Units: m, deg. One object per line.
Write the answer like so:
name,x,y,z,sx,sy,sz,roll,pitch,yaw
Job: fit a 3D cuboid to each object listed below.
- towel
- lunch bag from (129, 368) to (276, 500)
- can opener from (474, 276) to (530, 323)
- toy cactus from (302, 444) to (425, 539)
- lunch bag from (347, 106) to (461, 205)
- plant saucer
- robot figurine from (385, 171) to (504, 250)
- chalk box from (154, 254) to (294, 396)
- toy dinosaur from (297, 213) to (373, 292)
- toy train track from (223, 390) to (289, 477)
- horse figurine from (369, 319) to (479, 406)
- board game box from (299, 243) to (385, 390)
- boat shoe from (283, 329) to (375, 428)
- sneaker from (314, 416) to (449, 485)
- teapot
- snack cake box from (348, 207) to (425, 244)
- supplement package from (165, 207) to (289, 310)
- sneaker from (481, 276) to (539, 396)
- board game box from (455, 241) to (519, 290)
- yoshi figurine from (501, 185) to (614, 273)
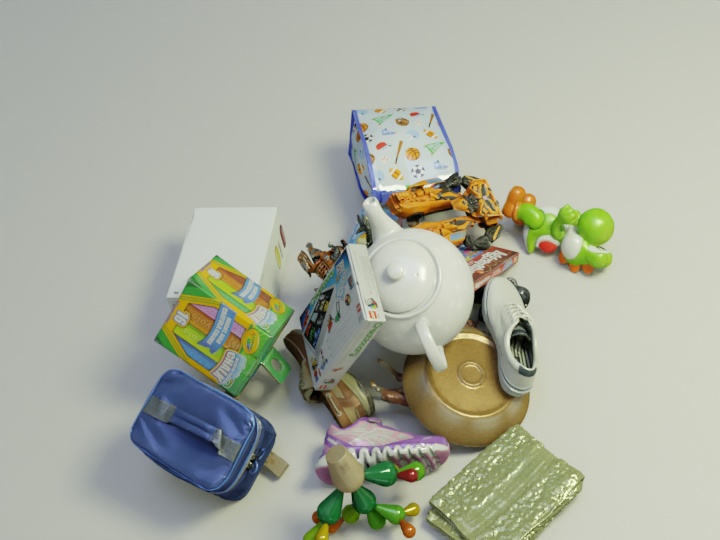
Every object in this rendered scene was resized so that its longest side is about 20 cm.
towel,0.201,0.317,1.390,0.199,0.037,0.148,-40,53,-20
lunch bag,-0.225,0.243,1.449,0.198,0.132,0.137,23,78,21
can opener,0.181,0.033,1.612,0.198,0.064,0.079,18,43,25
toy cactus,-0.004,0.309,1.354,0.198,0.166,0.103,-26,35,1
lunch bag,0.076,-0.189,1.769,0.167,0.125,0.201,-7,42,-11
plant saucer,0.162,0.162,1.488,0.197,0.036,0.203,5,56,-7
robot figurine,0.149,-0.096,1.645,0.197,0.058,0.147,-14,69,-24
chalk box,-0.188,0.096,1.529,0.199,0.125,0.125,34,21,0
toy dinosaur,0.000,0.000,1.590,0.198,0.102,0.137,31,74,-1
toy train track,-0.186,0.249,1.527,0.199,0.033,0.115,34,83,24
horse figurine,0.095,0.143,1.544,0.131,0.050,0.201,16,50,14
board game box,-0.031,0.071,1.450,0.034,0.201,0.128,3,56,-26
boat shoe,-0.062,0.169,1.545,0.074,0.076,0.200,-38,53,-16
sneaker,0.030,0.252,1.450,0.197,0.081,0.089,-7,50,7
teapot,0.070,0.025,1.449,0.198,0.146,0.200,20,80,20
snack cake box,0.033,-0.008,1.676,0.113,0.068,0.202,8,53,19
supplement package,-0.220,0.002,1.691,0.153,0.112,0.202,0,51,12
sneaker,0.233,0.086,1.489,0.072,0.071,0.202,4,53,-19
board game box,0.173,-0.009,1.606,0.102,0.020,0.199,16,22,26
yoshi figurine,0.341,-0.083,1.650,0.199,0.113,0.112,34,57,30
